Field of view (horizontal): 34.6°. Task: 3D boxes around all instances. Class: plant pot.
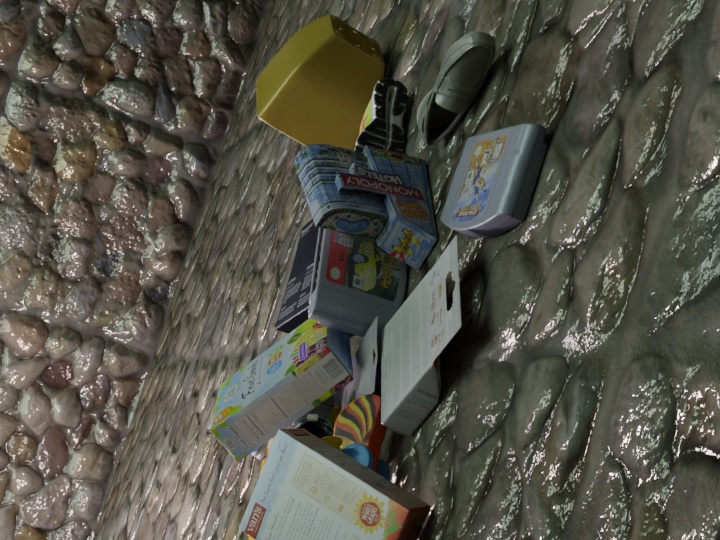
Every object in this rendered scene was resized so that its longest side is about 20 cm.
[{"bbox_3d":[-0.058,-0.350,2.140,0.200,0.195,0.194,-52,23,23],"label":"plant pot"}]

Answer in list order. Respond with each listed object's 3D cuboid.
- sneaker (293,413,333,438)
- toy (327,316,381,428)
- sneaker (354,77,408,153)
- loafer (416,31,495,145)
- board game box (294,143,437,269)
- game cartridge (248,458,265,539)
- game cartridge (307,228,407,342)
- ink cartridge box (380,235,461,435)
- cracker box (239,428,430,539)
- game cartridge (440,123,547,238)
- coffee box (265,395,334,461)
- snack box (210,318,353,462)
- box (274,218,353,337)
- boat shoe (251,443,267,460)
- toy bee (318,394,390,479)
[{"bbox_3d":[-0.064,0.281,1.527,0.130,0.079,0.200,94,-177,-69],"label":"sneaker"},{"bbox_3d":[0.006,0.165,1.582,0.200,0.047,0.116,123,156,-50],"label":"toy"},{"bbox_3d":[0.030,-0.214,1.905,0.090,0.078,0.201,123,166,-60],"label":"sneaker"},{"bbox_3d":[0.135,-0.252,1.623,0.200,0.070,0.070,119,157,-52],"label":"loafer"},{"bbox_3d":[0.024,-0.096,1.640,0.062,0.199,0.200,-60,34,32],"label":"board game box"},{"bbox_3d":[-0.128,0.358,1.807,0.176,0.032,0.201,-49,26,51],"label":"game cartridge"},{"bbox_3d":[0.000,0.000,1.634,0.041,0.133,0.201,-49,28,48],"label":"game cartridge"},{"bbox_3d":[0.088,0.082,1.426,0.200,0.057,0.163,-50,25,37],"label":"ink cartridge box"},{"bbox_3d":[-0.033,0.288,1.349,0.200,0.058,0.134,27,99,30],"label":"cracker box"},{"bbox_3d":[0.160,-0.107,1.430,0.134,0.041,0.200,-68,17,-7],"label":"game cartridge"},{"bbox_3d":[-0.082,0.238,1.712,0.114,0.079,0.201,-51,25,45],"label":"coffee box"},{"bbox_3d":[-0.108,0.156,1.612,0.200,0.068,0.169,-38,14,7],"label":"snack box"},{"bbox_3d":[-0.034,0.003,1.789,0.200,0.104,0.183,-32,41,63],"label":"box"},{"bbox_3d":[-0.139,0.208,1.896,0.200,0.072,0.072,-60,12,-10],"label":"boat shoe"},{"bbox_3d":[-0.026,0.251,1.440,0.108,0.131,0.200,-7,37,25],"label":"toy bee"}]
